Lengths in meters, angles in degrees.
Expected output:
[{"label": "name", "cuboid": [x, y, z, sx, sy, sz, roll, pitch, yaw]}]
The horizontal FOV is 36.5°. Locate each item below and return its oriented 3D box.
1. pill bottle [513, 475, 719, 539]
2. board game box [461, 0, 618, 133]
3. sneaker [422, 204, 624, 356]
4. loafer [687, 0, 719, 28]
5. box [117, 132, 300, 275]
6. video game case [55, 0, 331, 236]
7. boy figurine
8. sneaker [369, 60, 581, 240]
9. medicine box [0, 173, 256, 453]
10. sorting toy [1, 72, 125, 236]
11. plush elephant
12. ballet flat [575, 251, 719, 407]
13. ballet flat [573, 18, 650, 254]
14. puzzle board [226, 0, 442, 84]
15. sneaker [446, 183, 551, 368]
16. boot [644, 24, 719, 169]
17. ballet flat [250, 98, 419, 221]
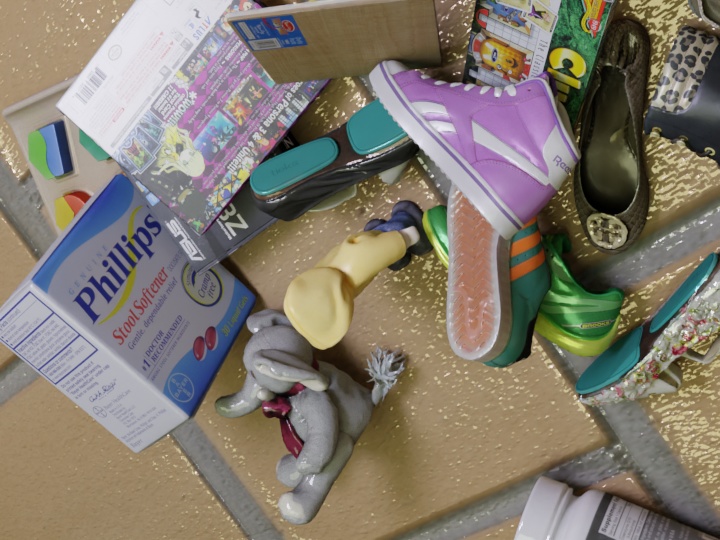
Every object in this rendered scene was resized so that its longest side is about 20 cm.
[{"label": "pill bottle", "cuboid": [0.246, 0.277, 1.023, 0.198, 0.114, 0.115, 20, 122, 19]}, {"label": "board game box", "cuboid": [0.134, -0.164, 0.863, 0.104, 0.024, 0.201, 25, 151, 13]}, {"label": "sneaker", "cuboid": [0.146, -0.006, 0.970, 0.199, 0.074, 0.084, 33, 105, 10]}, {"label": "loafer", "cuboid": [0.327, -0.198, 0.762, 0.197, 0.070, 0.076, 5, 117, 26]}, {"label": "box", "cuboid": [-0.153, -0.120, 1.067, 0.160, 0.049, 0.201, -31, 98, 28]}, {"label": "video game case", "cuboid": [-0.150, -0.166, 0.996, 0.181, 0.036, 0.200, 41, 103, -3]}, {"label": "boy figurine", "cuboid": [0.000, 0.000, 0.963, 0.124, 0.200, 0.065, -32, 97, 33]}, {"label": "sneaker", "cuboid": [0.097, -0.127, 0.871, 0.114, 0.072, 0.201, -46, 59, 9]}, {"label": "medicine box", "cuboid": [-0.232, 0.042, 1.094, 0.200, 0.183, 0.103, 44, 131, -16]}, {"label": "sorting toy", "cuboid": [-0.286, -0.102, 1.168, 0.183, 0.036, 0.202, -14, 107, 33]}, {"label": "plush elephant", "cuboid": [-0.069, 0.126, 1.095, 0.154, 0.165, 0.201, 35, 98, -8]}, {"label": "ballet flat", "cuboid": [0.265, 0.067, 0.933, 0.064, 0.076, 0.200, 37, 129, -3]}, {"label": "ballet flat", "cuboid": [0.206, -0.103, 0.892, 0.067, 0.046, 0.203, 12, 119, 24]}, {"label": "puzzle board", "cuboid": [-0.012, -0.185, 0.862, 0.148, 0.200, 0.018, -5, 86, 6]}, {"label": "sneaker", "cuboid": [0.119, -0.020, 0.909, 0.071, 0.079, 0.203, 0, 79, 41]}, {"label": "boot", "cuboid": [0.290, -0.077, 0.840, 0.152, 0.073, 0.206, 21, 111, 19]}, {"label": "ballet flat", "cuboid": [-0.006, -0.102, 0.989, 0.198, 0.069, 0.069, -23, 140, 12]}]
